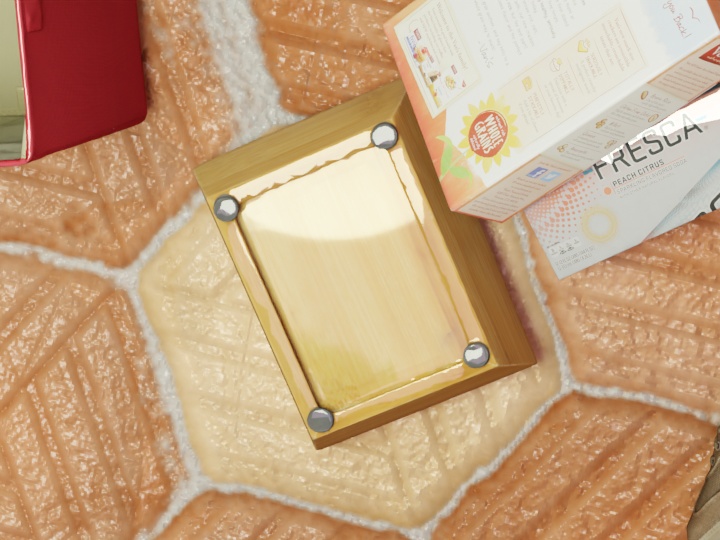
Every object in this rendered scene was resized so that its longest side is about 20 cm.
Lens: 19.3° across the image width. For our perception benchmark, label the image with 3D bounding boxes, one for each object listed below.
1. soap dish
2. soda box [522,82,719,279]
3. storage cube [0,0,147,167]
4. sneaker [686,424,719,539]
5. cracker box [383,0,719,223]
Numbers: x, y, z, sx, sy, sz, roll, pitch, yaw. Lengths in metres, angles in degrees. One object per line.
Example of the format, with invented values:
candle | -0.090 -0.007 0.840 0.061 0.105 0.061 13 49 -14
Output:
soap dish | 0.000 0.000 1.322 0.157 0.081 0.200 -22 96 13
soda box | 0.194 -0.068 1.268 0.200 0.064 0.068 -25 97 25
storage cube | -0.242 -0.161 1.266 0.171 0.180 0.200 -1 101 17
sneaker | 0.256 0.086 1.317 0.076 0.070 0.200 42 102 18
cracker box | 0.120 -0.135 1.232 0.200 0.058 0.134 -33 63 32
